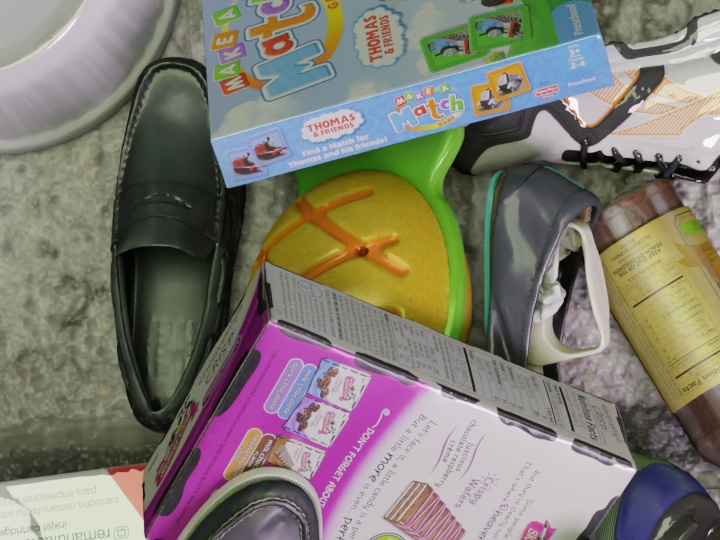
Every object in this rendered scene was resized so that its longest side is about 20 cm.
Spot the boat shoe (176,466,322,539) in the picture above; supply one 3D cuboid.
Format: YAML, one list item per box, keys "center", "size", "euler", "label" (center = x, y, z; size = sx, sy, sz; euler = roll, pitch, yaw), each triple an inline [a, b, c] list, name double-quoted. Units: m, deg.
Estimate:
- center: [-0.073, 0.187, 1.151]
  size: [0.074, 0.066, 0.200]
  euler: [28, 107, -16]
  label: "boat shoe"

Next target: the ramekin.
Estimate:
- center: [-0.199, -0.168, 1.315]
  size: [0.201, 0.094, 0.204]
  euler: [-1, 83, 7]
  label: "ramekin"

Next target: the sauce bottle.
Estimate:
- center: [0.181, 0.051, 1.256]
  size: [0.065, 0.065, 0.201]
  euler: [-30, 82, 3]
  label: "sauce bottle"

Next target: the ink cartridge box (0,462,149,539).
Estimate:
- center: [-0.109, 0.202, 1.262]
  size: [0.143, 0.084, 0.201]
  euler: [-8, 83, 5]
  label: "ink cartridge box"

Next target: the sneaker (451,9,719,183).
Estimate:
- center: [0.142, -0.078, 1.272]
  size: [0.199, 0.074, 0.080]
  euler: [-16, 83, 5]
  label: "sneaker"

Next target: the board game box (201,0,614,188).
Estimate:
- center: [0.019, -0.122, 1.266]
  size: [0.199, 0.037, 0.152]
  euler: [-16, 38, 6]
  label: "board game box"

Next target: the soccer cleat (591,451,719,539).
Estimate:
- center: [0.110, 0.184, 1.258]
  size: [0.201, 0.065, 0.084]
  euler: [-57, 42, 6]
  label: "soccer cleat"

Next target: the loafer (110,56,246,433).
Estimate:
- center: [-0.097, -0.015, 1.295]
  size: [0.068, 0.070, 0.202]
  euler: [-1, 83, 7]
  label: "loafer"

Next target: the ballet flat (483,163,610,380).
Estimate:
- center: [0.090, 0.048, 1.244]
  size: [0.073, 0.073, 0.201]
  euler: [7, 100, 8]
  label: "ballet flat"

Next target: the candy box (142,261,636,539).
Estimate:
- center: [0.013, 0.096, 1.186]
  size: [0.199, 0.061, 0.137]
  euler: [23, 116, -17]
  label: "candy box"

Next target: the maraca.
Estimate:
- center: [0.000, 0.000, 1.261]
  size: [0.137, 0.107, 0.201]
  euler: [-4, 74, 37]
  label: "maraca"

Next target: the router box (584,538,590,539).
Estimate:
- center: [0.111, 0.252, 1.188]
  size: [0.149, 0.051, 0.200]
  euler: [-38, 113, -7]
  label: "router box"
